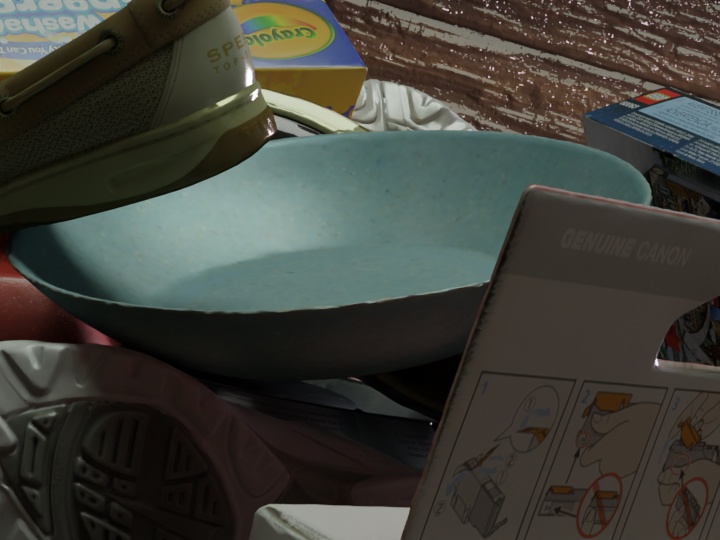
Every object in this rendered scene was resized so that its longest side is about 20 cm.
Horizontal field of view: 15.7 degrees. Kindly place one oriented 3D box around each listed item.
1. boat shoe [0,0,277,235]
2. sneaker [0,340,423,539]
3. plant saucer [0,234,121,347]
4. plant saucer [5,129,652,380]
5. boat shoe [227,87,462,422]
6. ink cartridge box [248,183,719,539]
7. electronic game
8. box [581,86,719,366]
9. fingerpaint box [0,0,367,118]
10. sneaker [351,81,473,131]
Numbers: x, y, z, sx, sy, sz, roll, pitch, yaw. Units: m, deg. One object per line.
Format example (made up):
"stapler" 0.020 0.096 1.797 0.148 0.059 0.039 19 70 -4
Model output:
"boat shoe" -0.126 -0.041 0.809 0.199 0.064 0.073 -14 13 21
"sneaker" -0.047 0.073 0.802 0.199 0.078 0.099 23 -2 -22
"plant saucer" -0.183 0.002 0.939 0.198 0.037 0.200 4 8 -2
"plant saucer" -0.009 -0.002 0.811 0.199 0.039 0.201 -4 16 1
"boat shoe" 0.000 0.000 0.916 0.199 0.073 0.065 25 35 -4
"ink cartridge box" 0.054 0.068 0.616 0.045 0.177 0.199 23 9 38
"electronic game" -0.036 0.059 0.981 0.199 0.042 0.200 12 1 0
"box" 0.137 0.048 0.891 0.037 0.201 0.137 -18 19 -16
"fingerpaint box" -0.122 -0.101 1.005 0.199 0.074 0.167 -3 43 -28
"sneaker" 0.038 0.013 1.111 0.201 0.078 0.099 59 -15 -5
